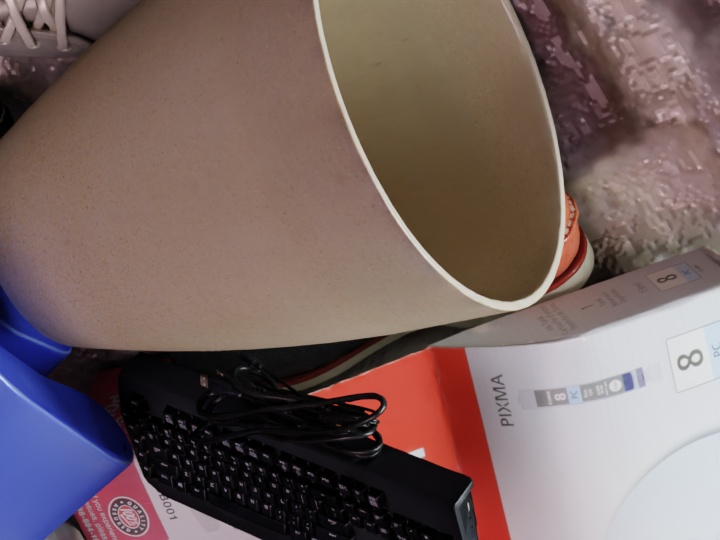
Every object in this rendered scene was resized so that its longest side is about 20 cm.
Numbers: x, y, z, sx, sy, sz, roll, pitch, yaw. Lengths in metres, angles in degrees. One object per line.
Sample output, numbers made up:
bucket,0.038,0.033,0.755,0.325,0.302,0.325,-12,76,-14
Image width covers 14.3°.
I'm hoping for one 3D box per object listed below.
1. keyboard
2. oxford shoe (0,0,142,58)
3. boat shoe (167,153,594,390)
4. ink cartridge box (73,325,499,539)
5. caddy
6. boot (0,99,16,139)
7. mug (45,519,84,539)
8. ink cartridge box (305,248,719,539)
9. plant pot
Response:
keyboard,-0.037,0.086,1.182,0.200,0.040,0.104,17,130,39
oxford shoe,-0.140,-0.118,1.213,0.199,0.058,0.075,5,121,9
boat shoe,0.000,0.000,1.242,0.199,0.071,0.063,-15,134,18
ink cartridge box,-0.018,0.108,1.318,0.199,0.085,0.146,-13,120,21
caddy,-0.186,0.051,1.192,0.105,0.142,0.200,-37,147,6
boot,-0.258,-0.071,1.226,0.203,0.074,0.154,-23,119,-8
mug,-0.205,0.176,1.303,0.186,0.149,0.154,13,111,-24
ink cartridge box,0.081,0.097,1.224,0.199,0.047,0.161,-20,116,-11
plant pot,-0.050,-0.043,1.154,0.199,0.188,0.188,-20,116,26
